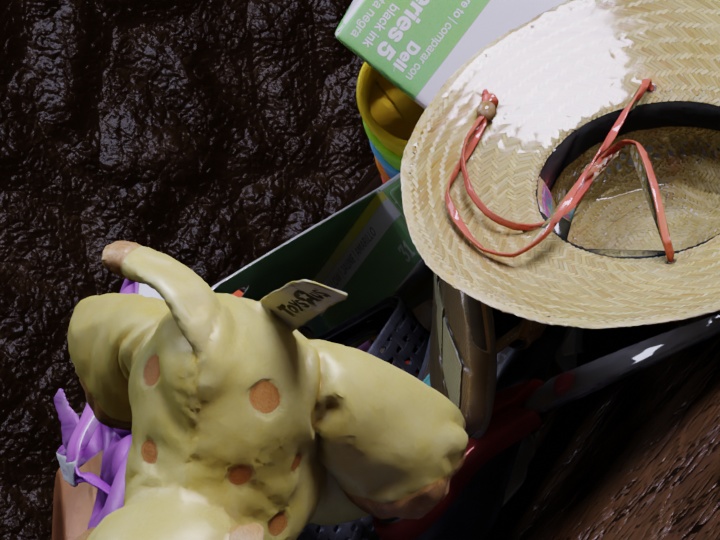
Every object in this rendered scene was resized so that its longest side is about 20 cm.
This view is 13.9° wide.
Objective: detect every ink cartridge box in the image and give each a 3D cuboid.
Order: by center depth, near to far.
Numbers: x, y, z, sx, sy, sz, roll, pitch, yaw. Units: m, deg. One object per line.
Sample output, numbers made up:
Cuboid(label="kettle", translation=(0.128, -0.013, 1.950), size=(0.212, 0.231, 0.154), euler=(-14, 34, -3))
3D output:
Cuboid(label="ink cartridge box", translation=(0.094, -0.084, 1.322), size=(0.084, 0.200, 0.146), euler=(-51, 4, 12))
Cuboid(label="ink cartridge box", translation=(0.000, 0.000, 1.435), size=(0.200, 0.048, 0.146), euler=(-35, -8, -25))

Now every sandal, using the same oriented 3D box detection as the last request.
Cuboid(label="sandal", translation=(0.058, 0.001, 1.268), size=(0.200, 0.054, 0.081), euler=(-81, -6, -65))
Cuboid(label="sandal", translation=(-0.120, 0.069, 1.374), size=(0.203, 0.049, 0.083), euler=(-89, 16, -54))

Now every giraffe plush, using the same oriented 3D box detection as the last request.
Cuboid(label="giraffe plush", translation=(-0.059, 0.100, 1.152), size=(0.200, 0.172, 0.163), euler=(103, -173, -74))

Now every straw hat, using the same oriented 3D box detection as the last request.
Cuboid(label="straw hat", translation=(0.122, -0.025, 1.208), size=(0.201, 0.200, 0.085), euler=(-52, -36, -26))

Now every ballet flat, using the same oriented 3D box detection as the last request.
Cuboid(label="ballet flat", translation=(0.061, 0.050, 1.340), size=(0.073, 0.073, 0.201), euler=(-43, 19, 55))

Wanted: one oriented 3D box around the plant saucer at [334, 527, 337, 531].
Cuboid(label="plant saucer", translation=(-0.048, 0.174, 1.557), size=(0.200, 0.048, 0.200), euler=(-46, 6, 45))

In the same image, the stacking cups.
Cuboid(label="stacking cups", translation=(0.035, -0.069, 1.529), size=(0.061, 0.060, 0.200), euler=(-50, -10, -5))

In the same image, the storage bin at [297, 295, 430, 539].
Cuboid(label="storage bin", translation=(-0.029, 0.119, 1.377), size=(0.135, 0.094, 0.200), euler=(-29, 18, 38))

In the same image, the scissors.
Cuboid(label="scissors", translation=(0.076, 0.048, 1.233), size=(0.200, 0.014, 0.073), euler=(-36, 27, 21))

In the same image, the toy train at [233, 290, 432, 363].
Cuboid(label="toy train", translation=(-0.014, 0.062, 1.575), size=(0.199, 0.056, 0.151), euler=(2, -49, -43))

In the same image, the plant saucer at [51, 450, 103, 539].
Cuboid(label="plant saucer", translation=(-0.134, 0.178, 1.481), size=(0.200, 0.037, 0.202), euler=(-179, 90, -82))
